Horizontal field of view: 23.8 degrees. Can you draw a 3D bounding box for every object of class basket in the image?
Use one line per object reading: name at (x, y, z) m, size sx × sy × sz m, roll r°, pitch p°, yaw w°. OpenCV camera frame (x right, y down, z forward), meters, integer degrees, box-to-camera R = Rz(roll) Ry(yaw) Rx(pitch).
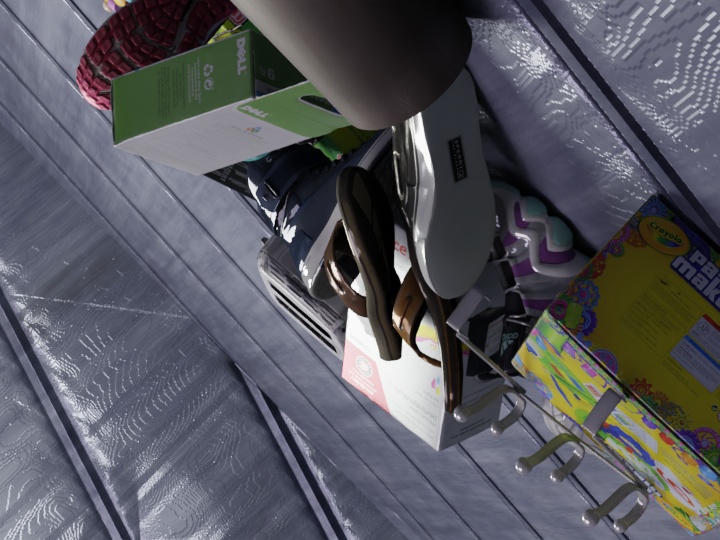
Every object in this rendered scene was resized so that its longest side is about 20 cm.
basket at (-0.021, -0.205, 1.181) m, size 0.179 × 0.137 × 0.200 m, roll 9°, pitch 148°, yaw 49°

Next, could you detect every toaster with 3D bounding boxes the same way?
toaster at (-0.017, 0.007, 1.835) m, size 0.200 × 0.129 × 0.114 m, roll 40°, pitch 167°, yaw 22°

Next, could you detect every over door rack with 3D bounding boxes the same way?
over door rack at (0.134, 0.115, 1.273) m, size 0.147 × 0.067 × 0.200 m, roll 37°, pitch 166°, yaw 30°

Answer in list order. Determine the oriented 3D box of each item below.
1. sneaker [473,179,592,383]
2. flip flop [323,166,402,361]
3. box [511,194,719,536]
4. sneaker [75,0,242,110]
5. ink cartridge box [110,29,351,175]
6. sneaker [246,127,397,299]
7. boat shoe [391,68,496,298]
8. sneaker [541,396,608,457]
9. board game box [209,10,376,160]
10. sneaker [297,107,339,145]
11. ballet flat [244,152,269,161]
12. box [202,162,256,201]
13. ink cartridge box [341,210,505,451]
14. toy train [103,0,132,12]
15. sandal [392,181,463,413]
sneaker at (0.132, 0.032, 1.402) m, size 0.200 × 0.140 × 0.078 m, roll 44°, pitch 168°, yaw 5°
flip flop at (0.000, 0.000, 1.446) m, size 0.057 × 0.082 × 0.201 m, roll 0°, pitch 138°, yaw 13°
box at (0.233, 0.078, 1.268) m, size 0.200 × 0.122 × 0.193 m, roll 43°, pitch 168°, yaw 7°
sneaker at (-0.156, -0.205, 1.443) m, size 0.081 × 0.200 × 0.075 m, roll 49°, pitch 165°, yaw -8°
ink cartridge box at (-0.089, -0.136, 1.337) m, size 0.199 × 0.060 × 0.103 m, roll -14°, pitch 161°, yaw 34°
sneaker at (-0.023, -0.097, 1.503) m, size 0.076 × 0.203 × 0.147 m, roll 3°, pitch -137°, yaw -44°
boat shoe at (0.061, -0.077, 1.359) m, size 0.064 × 0.070 × 0.202 m, roll 31°, pitch 132°, yaw 52°
sneaker at (0.211, 0.108, 1.547) m, size 0.099 × 0.078 × 0.201 m, roll 23°, pitch 155°, yaw 50°
board game box at (-0.060, -0.169, 1.606) m, size 0.200 × 0.048 × 0.102 m, roll 46°, pitch 168°, yaw -3°
sneaker at (-0.061, -0.187, 1.406) m, size 0.077 × 0.111 × 0.200 m, roll 34°, pitch 163°, yaw 41°
ballet flat at (-0.125, -0.157, 1.534) m, size 0.066 × 0.070 × 0.200 m, roll 61°, pitch 172°, yaw -28°
box at (-0.096, -0.108, 1.681) m, size 0.199 × 0.044 × 0.160 m, roll 26°, pitch -166°, yaw -31°
ink cartridge box at (0.063, 0.037, 1.565) m, size 0.145 × 0.082 × 0.202 m, roll 35°, pitch 132°, yaw 38°
toy train at (-0.230, -0.285, 1.786) m, size 0.150 × 0.056 × 0.200 m, roll 46°, pitch 171°, yaw -6°
sandal at (0.049, 0.022, 1.431) m, size 0.082 × 0.054 × 0.202 m, roll -42°, pitch -62°, yaw -81°
